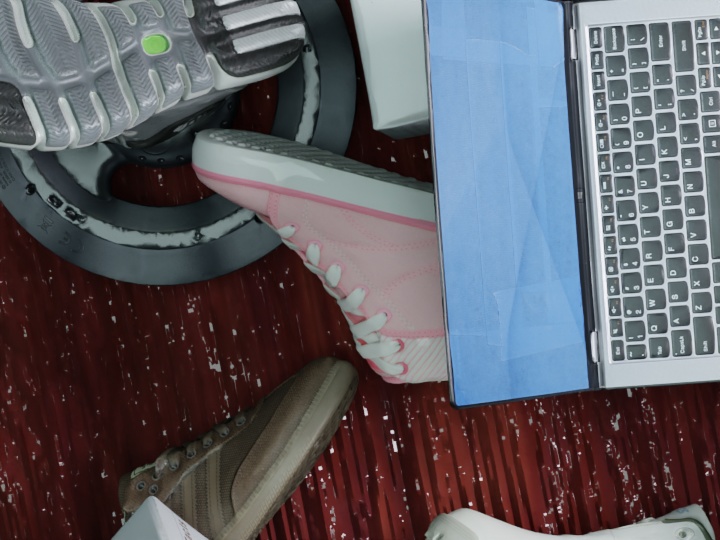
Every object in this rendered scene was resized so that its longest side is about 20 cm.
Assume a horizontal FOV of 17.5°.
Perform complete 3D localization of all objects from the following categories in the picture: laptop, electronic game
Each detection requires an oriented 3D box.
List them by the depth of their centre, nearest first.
[{"bbox_3d":[0.132,-0.038,1.070,0.199,0.116,0.188,-4,90,1],"label":"laptop"},{"bbox_3d":[-0.102,-0.093,1.200,0.199,0.042,0.201,0,92,-2],"label":"electronic game"}]

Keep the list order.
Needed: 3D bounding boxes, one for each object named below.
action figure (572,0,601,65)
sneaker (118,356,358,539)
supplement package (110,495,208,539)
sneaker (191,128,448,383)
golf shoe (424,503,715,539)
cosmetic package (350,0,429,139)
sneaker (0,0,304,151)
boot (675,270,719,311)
[{"bbox_3d":[0.180,-0.140,1.162,0.199,0.069,0.131,-10,81,3],"label":"action figure"},{"bbox_3d":[-0.083,0.114,1.194,0.075,0.070,0.200,37,94,6],"label":"sneaker"},{"bbox_3d":[-0.059,0.226,1.131,0.200,0.117,0.117,39,96,-23],"label":"supplement package"},{"bbox_3d":[0.000,0.000,1.157,0.200,0.075,0.105,16,99,-21],"label":"sneaker"},{"bbox_3d":[0.132,0.155,1.179,0.200,0.078,0.097,27,77,0],"label":"golf shoe"},{"bbox_3d":[0.030,-0.170,1.157,0.081,0.113,0.201,-9,87,6],"label":"cosmetic package"},{"bbox_3d":[-0.131,-0.082,1.108,0.199,0.115,0.075,-12,77,-28],"label":"sneaker"},{"bbox_3d":[0.237,-0.023,1.162,0.200,0.070,0.147,29,88,4],"label":"boot"}]
